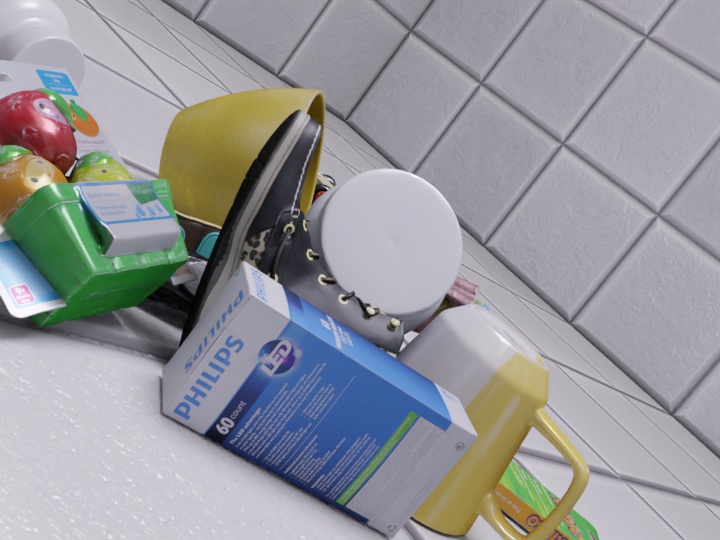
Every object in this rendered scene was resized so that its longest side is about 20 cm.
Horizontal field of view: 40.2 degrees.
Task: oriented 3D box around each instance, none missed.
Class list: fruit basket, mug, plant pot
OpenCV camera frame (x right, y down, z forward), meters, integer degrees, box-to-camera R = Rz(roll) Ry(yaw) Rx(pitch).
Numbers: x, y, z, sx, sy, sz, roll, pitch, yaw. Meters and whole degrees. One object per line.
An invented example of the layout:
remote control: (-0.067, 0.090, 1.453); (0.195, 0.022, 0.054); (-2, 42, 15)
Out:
fruit basket: (-0.208, -0.068, 0.666); (0.201, 0.093, 0.185); (62, 25, 8)
mug: (0.093, 0.124, 0.832); (0.186, 0.154, 0.150); (37, 10, -9)
plant pot: (-0.128, -0.105, 1.034); (0.140, 0.202, 0.200); (14, 9, 5)

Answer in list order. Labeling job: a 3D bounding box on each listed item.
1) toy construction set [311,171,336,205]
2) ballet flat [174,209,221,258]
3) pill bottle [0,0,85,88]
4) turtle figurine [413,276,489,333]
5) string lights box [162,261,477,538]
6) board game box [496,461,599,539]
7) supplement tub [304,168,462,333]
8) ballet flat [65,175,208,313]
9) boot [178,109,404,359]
toy construction set: (-0.105, -0.089, 1.180); (0.200, 0.131, 0.093); (38, 23, -30)
ballet flat: (-0.154, -0.021, 0.863); (0.199, 0.069, 0.063); (35, -3, -22)
pill bottle: (-0.359, -0.243, 0.972); (0.200, 0.113, 0.112); (43, 12, 27)
turtle figurine: (0.031, 0.043, 1.080); (0.192, 0.145, 0.200); (17, 8, -21)
string lights box: (-0.028, 0.094, 0.686); (0.199, 0.103, 0.059); (34, 13, -22)
board game box: (0.158, 0.222, 0.982); (0.199, 0.030, 0.096); (36, 11, 1)
supplement tub: (0.000, 0.000, 0.884); (0.140, 0.141, 0.200); (37, -21, -4)
ballet flat: (-0.189, -0.012, 0.777); (0.199, 0.057, 0.067); (32, 54, -23)
boot: (-0.033, 0.001, 0.738); (0.153, 0.205, 0.073); (24, 0, -14)
